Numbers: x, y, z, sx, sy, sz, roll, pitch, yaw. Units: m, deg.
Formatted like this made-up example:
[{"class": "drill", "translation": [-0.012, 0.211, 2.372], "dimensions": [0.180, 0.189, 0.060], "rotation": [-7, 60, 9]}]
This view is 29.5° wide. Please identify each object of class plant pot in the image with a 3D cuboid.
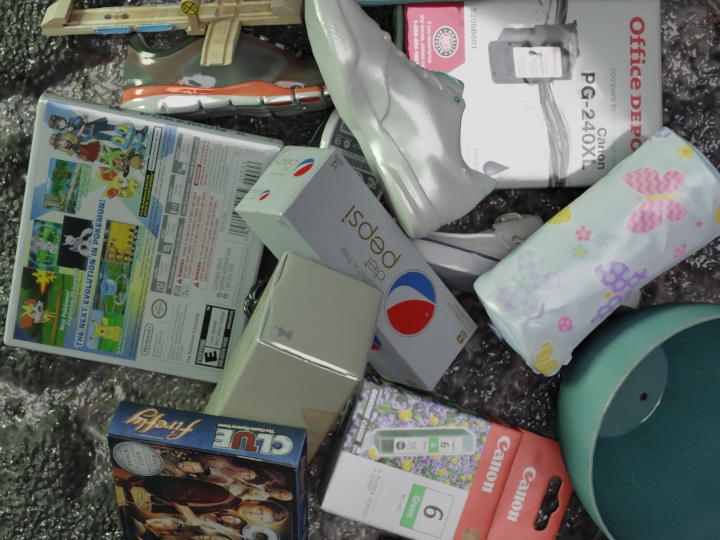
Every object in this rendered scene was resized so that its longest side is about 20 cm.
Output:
[{"class": "plant pot", "translation": [0.229, 0.108, 1.046], "dimensions": [0.200, 0.135, 0.200], "rotation": [-6, 108, -20]}]

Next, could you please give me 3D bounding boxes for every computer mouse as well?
[{"class": "computer mouse", "translation": [-0.025, -0.036, 1.060], "dimensions": [0.110, 0.044, 0.200], "rotation": [19, 84, -37]}]

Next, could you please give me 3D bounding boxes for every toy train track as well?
[{"class": "toy train track", "translation": [-0.143, -0.199, 1.022], "dimensions": [0.200, 0.115, 0.033], "rotation": [-2, 136, 9]}]

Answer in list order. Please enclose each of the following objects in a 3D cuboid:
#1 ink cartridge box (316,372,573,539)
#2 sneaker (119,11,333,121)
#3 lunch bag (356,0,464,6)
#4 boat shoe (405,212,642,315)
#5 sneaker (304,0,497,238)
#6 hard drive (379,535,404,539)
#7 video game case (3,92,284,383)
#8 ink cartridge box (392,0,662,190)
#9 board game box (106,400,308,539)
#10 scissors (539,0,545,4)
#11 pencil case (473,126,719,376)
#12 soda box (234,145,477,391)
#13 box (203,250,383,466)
[{"class": "ink cartridge box", "translation": [0.076, 0.164, 1.085], "dimensions": [0.200, 0.050, 0.109], "rotation": [19, 91, -6]}, {"class": "sneaker", "translation": [-0.085, -0.160, 1.039], "dimensions": [0.200, 0.077, 0.082], "rotation": [-4, 88, -7]}, {"class": "lunch bag", "translation": [0.032, -0.293, 1.010], "dimensions": [0.160, 0.077, 0.200], "rotation": [-7, 65, -2]}, {"class": "boat shoe", "translation": [0.127, -0.014, 1.073], "dimensions": [0.200, 0.072, 0.066], "rotation": [10, 78, -2]}, {"class": "sneaker", "translation": [0.029, -0.129, 0.980], "dimensions": [0.088, 0.075, 0.200], "rotation": [-28, 98, -6]}, {"class": "hard drive", "translation": [0.089, 0.305, 1.099], "dimensions": [0.200, 0.042, 0.135], "rotation": [21, 91, -7]}, {"class": "video game case", "translation": [-0.166, -0.020, 1.036], "dimensions": [0.182, 0.022, 0.200], "rotation": [11, 109, -7]}, {"class": "ink cartridge box", "translation": [0.129, -0.135, 1.056], "dimensions": [0.200, 0.083, 0.145], "rotation": [-2, 94, -5]}, {"class": "board game box", "translation": [-0.106, 0.182, 1.000], "dimensions": [0.135, 0.035, 0.200], "rotation": [7, 134, 7]}, {"class": "scissors", "translation": [0.157, -0.292, 1.045], "dimensions": [0.073, 0.014, 0.200], "rotation": [-4, 66, -2]}, {"class": "pencil case", "translation": [0.178, -0.013, 0.994], "dimensions": [0.200, 0.083, 0.091], "rotation": [-40, 86, 3]}, {"class": "soda box", "translation": [0.000, 0.000, 1.016], "dimensions": [0.068, 0.064, 0.200], "rotation": [-52, 123, -20]}, {"class": "box", "translation": [-0.061, 0.090, 0.991], "dimensions": [0.078, 0.095, 0.200], "rotation": [23, 135, -7]}]
